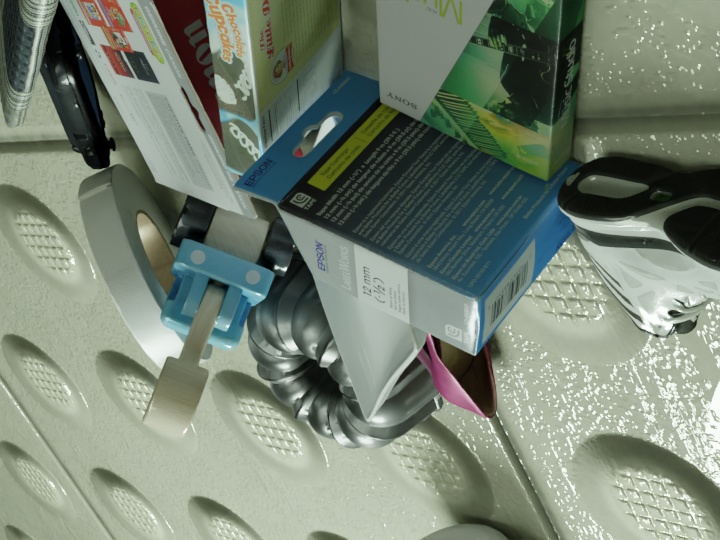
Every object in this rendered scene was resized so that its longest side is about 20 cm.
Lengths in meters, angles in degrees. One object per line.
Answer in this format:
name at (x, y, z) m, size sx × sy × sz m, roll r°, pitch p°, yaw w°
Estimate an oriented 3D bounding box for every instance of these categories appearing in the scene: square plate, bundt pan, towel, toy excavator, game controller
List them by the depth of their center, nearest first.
square plate at (0.000, 0.000, 1.116) m, size 0.200 × 0.028 × 0.198 m, roll 117°, pitch 137°, yaw -66°
towel at (-0.263, -0.244, 1.117) m, size 0.193 × 0.035 × 0.200 m, roll 121°, pitch 142°, yaw -53°
toy excavator at (-0.127, 0.038, 1.178) m, size 0.100 × 0.200 × 0.194 m, roll 20°, pitch 172°, yaw -8°
game controller at (-0.244, -0.167, 1.218) m, size 0.042 × 0.104 × 0.200 m, roll -4°, pitch 159°, yaw -2°
bundt pan at (-0.025, 0.083, 1.286) m, size 0.202 × 0.076 × 0.202 m, roll 31°, pitch 147°, yaw 23°

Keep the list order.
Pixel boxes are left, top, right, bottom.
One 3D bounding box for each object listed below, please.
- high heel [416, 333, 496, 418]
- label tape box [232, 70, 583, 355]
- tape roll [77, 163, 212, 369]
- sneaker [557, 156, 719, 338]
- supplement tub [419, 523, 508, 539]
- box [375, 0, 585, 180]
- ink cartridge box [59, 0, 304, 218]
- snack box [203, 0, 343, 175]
high heel at (0.084, 0.046, 1.120) m, size 0.096 × 0.067 × 0.200 m, roll 44°, pitch 164°, yaw 19°
label tape box at (0.034, -0.046, 0.989) m, size 0.200 × 0.143 × 0.066 m, roll 25°, pitch 145°, yaw 25°
tape roll at (-0.197, -0.002, 1.311) m, size 0.203 × 0.037 × 0.203 m, roll -25°, pitch -90°, yaw -84°
sneaker at (0.225, -0.003, 0.907) m, size 0.200 × 0.076 × 0.115 m, roll 22°, pitch 151°, yaw 47°
supplement tub at (0.120, 0.361, 1.371) m, size 0.144 × 0.144 × 0.200 m, roll -1°, pitch 127°, yaw 50°
box at (0.074, -0.164, 0.915) m, size 0.144 × 0.036 × 0.200 m, roll 28°, pitch 146°, yaw 26°
ink cartridge box at (-0.131, -0.154, 1.096) m, size 0.176 × 0.084 × 0.200 m, roll 23°, pitch 145°, yaw 52°
snack box at (-0.058, -0.170, 0.984) m, size 0.037 × 0.116 × 0.200 m, roll 22°, pitch 142°, yaw 20°
